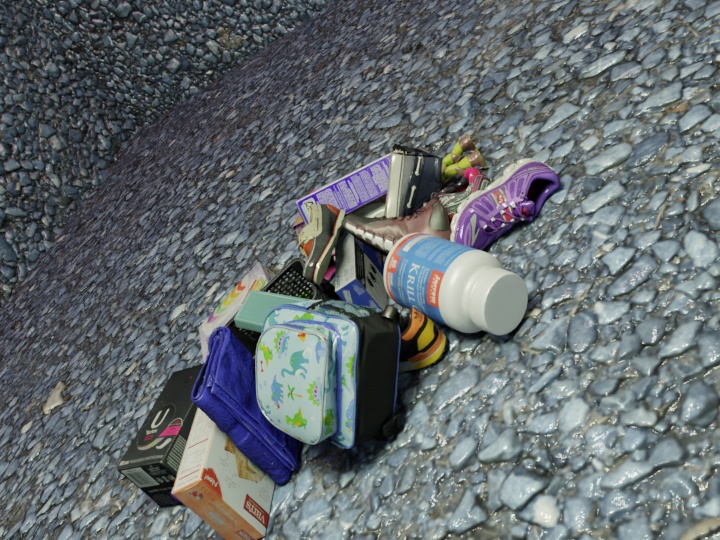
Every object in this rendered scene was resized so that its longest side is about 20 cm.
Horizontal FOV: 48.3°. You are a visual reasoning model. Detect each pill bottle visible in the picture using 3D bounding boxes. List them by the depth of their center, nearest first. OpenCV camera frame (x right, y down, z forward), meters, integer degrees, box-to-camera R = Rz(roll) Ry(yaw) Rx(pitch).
[{"bbox_3d":[0.130,0.020,1.101,0.112,0.113,0.199,-48,34,-16],"label":"pill bottle"}]

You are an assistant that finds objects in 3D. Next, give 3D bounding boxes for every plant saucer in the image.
[{"bbox_3d":[-0.132,0.066,1.255,0.199,0.019,0.071,7,63,50],"label":"plant saucer"}]

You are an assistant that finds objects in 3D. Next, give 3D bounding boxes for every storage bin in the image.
[{"bbox_3d":[-0.125,0.096,1.316,0.200,0.094,0.136,-42,34,9],"label":"storage bin"}]

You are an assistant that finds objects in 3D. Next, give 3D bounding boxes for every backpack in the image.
[{"bbox_3d":[-0.058,0.129,1.069,0.146,0.186,0.199,-5,10,-41],"label":"backpack"}]

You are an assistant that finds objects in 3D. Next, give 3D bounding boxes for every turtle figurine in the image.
[{"bbox_3d":[0.140,-0.177,1.447,0.160,0.065,0.201,-35,27,12],"label":"turtle figurine"}]

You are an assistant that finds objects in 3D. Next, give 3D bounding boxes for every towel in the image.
[{"bbox_3d":[-0.149,0.186,1.130,0.049,0.201,0.149,-25,31,21],"label":"towel"}]

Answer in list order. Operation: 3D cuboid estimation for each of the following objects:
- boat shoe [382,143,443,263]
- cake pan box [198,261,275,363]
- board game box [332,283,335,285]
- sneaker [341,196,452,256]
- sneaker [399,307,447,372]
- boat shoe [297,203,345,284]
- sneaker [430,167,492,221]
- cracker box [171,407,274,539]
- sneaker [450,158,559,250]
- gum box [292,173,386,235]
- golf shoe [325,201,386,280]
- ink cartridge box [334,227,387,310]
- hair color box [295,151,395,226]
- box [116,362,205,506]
[{"bbox_3d":[0.088,-0.108,1.360,0.091,0.203,0.075,5,14,-3],"label":"boat shoe"},{"bbox_3d":[-0.222,0.091,1.502,0.185,0.052,0.200,-48,22,6],"label":"cake pan box"},{"bbox_3d":[-0.088,0.073,1.410,0.198,0.030,0.096,-13,39,39],"label":"board game box"},{"bbox_3d":[0.073,-0.074,1.274,0.198,0.076,0.117,26,86,22],"label":"sneaker"},{"bbox_3d":[0.021,0.111,1.141,0.198,0.090,0.070,-26,30,26],"label":"sneaker"},{"bbox_3d":[-0.070,-0.047,1.289,0.201,0.062,0.072,-75,3,-55],"label":"boat shoe"},{"bbox_3d":[0.130,-0.088,1.316,0.199,0.075,0.081,-39,27,5],"label":"sneaker"},{"bbox_3d":[-0.178,0.261,1.127,0.057,0.134,0.201,-27,30,23],"label":"cracker box"},{"bbox_3d":[0.217,-0.092,1.210,0.200,0.081,0.083,-44,34,-6],"label":"sneaker"},{"bbox_3d":[-0.038,-0.127,1.601,0.198,0.066,0.114,-19,32,37],"label":"gum box"},{"bbox_3d":[-0.007,-0.050,1.461,0.199,0.075,0.092,-31,43,23],"label":"golf shoe"},{"bbox_3d":[0.000,0.000,1.331,0.044,0.094,0.201,-32,28,17],"label":"ink cartridge box"},{"bbox_3d":[-0.017,-0.139,1.435,0.198,0.066,0.109,-26,6,-3],"label":"hair color box"},{"bbox_3d":[-0.276,0.259,1.290,0.121,0.106,0.201,-18,34,36],"label":"box"}]
